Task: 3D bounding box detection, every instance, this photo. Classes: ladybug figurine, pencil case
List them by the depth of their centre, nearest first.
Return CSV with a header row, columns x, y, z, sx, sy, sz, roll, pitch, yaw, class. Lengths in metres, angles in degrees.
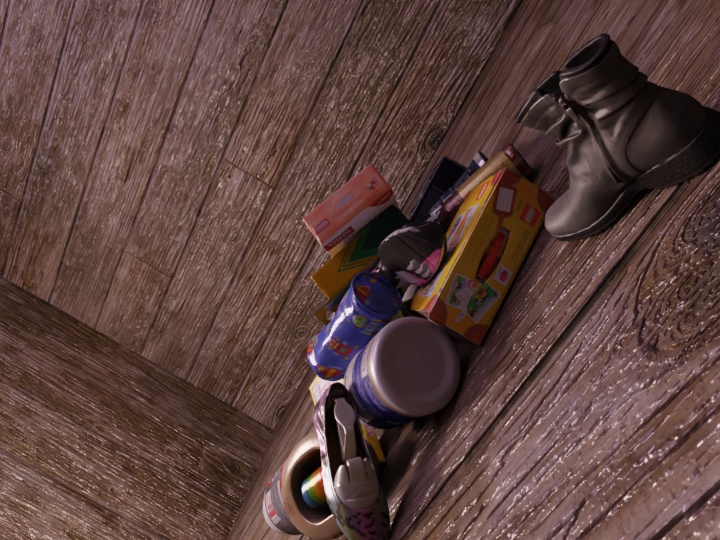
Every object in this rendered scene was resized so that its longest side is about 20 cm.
x,y,z,sx,sy,sz,roll,pitch,yaw,class
-0.040,0.296,0.738,0.071,0.137,0.200,-2,-34,-48,ladybug figurine
-0.013,0.084,0.770,0.201,0.077,0.087,-55,3,44,pencil case

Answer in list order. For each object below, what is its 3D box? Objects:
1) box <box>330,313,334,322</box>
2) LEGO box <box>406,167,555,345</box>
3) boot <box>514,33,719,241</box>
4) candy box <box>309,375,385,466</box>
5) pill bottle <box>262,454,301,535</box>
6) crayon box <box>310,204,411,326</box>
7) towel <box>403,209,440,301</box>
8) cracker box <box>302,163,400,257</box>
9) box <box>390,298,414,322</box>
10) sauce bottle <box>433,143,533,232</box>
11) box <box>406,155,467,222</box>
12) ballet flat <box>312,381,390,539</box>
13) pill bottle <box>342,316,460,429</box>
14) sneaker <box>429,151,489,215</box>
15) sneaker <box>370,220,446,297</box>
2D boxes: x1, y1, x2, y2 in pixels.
x,y,z,sx,sy,sz,roll,pitch,yaw,class
-0.022,0.096,0.998,0.122,0.047,0.203,-153,80,-74,box
0.149,-0.015,0.691,0.202,0.076,0.149,-61,3,-5,LEGO box
0.185,-0.106,0.447,0.068,0.129,0.200,-61,3,-22,boot
-0.027,0.236,0.826,0.103,0.026,0.201,-57,41,30,candy box
-0.101,0.382,0.898,0.201,0.115,0.117,-57,5,48,pill bottle
0.000,0.000,0.833,0.200,0.052,0.126,-42,-20,-5,crayon box
0.096,0.008,0.912,0.171,0.048,0.203,-32,39,48,towel
0.000,-0.072,0.855,0.133,0.058,0.200,-38,-20,1,cracker box
0.021,0.109,0.859,0.198,0.076,0.050,-25,-1,37,box
0.171,-0.104,0.809,0.200,0.066,0.066,-42,10,20,sauce bottle
0.159,-0.115,1.100,0.202,0.103,0.148,-61,0,-1,box
-0.014,0.221,0.624,0.202,0.068,0.072,-112,24,-43,ballet flat
0.042,0.145,0.693,0.117,0.114,0.200,-62,3,-27,pill bottle
0.189,-0.130,0.928,0.147,0.077,0.202,-49,-4,12,sneaker
0.069,-0.027,0.733,0.087,0.080,0.200,-51,2,-25,sneaker
